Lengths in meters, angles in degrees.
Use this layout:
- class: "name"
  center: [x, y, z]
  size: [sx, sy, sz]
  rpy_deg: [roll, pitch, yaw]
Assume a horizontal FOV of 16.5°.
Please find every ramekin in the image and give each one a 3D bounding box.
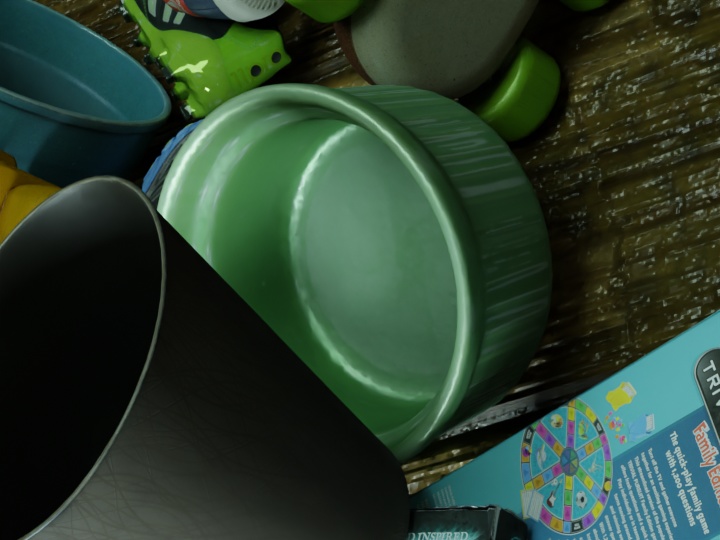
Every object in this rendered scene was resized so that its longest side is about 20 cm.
- class: "ramekin"
  center: [0.000, 0.000, 1.253]
  size: [0.200, 0.098, 0.201]
  rpy_deg: [10, 106, 36]

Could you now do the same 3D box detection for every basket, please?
- class: "basket"
  center: [-0.079, 0.082, 1.125]
  size: [0.136, 0.200, 0.181]
  rpy_deg: [-8, 58, 38]

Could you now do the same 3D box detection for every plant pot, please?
- class: "plant pot"
  center: [-0.244, -0.057, 1.508]
  size: [0.200, 0.200, 0.188]
  rpy_deg: [45, 115, 46]

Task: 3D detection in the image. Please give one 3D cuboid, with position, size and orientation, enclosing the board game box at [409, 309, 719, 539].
- class: "board game box"
  center: [0.125, 0.127, 1.143]
  size: [0.200, 0.047, 0.151]
  rpy_deg: [-32, 47, 20]

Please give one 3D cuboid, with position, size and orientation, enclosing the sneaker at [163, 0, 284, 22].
- class: "sneaker"
  center: [-0.058, -0.228, 1.473]
  size: [0.084, 0.075, 0.200]
  rpy_deg: [-2, 45, 43]

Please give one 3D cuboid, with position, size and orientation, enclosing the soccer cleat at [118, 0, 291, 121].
- class: "soccer cleat"
  center: [-0.100, -0.157, 1.519]
  size: [0.081, 0.068, 0.200]
  rpy_deg: [-28, 38, -6]

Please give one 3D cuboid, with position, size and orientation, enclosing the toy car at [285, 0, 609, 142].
- class: "toy car"
  center: [0.018, -0.182, 1.352]
  size: [0.158, 0.164, 0.200]
  rpy_deg: [-59, 33, 0]

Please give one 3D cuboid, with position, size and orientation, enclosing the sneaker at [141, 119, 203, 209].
- class: "sneaker"
  center: [-0.111, 0.004, 1.426]
  size: [0.083, 0.071, 0.200]
  rpy_deg: [21, 80, 57]

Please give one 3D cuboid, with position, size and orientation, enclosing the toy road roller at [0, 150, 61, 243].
- class: "toy road roller"
  center: [-0.200, -0.008, 1.332]
  size: [0.146, 0.200, 0.123]
  rpy_deg: [-4, 65, 56]

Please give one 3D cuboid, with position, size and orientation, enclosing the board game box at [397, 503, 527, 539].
- class: "board game box"
  center: [-0.020, 0.179, 1.178]
  size: [0.200, 0.028, 0.136]
  rpy_deg: [-6, 58, 39]
